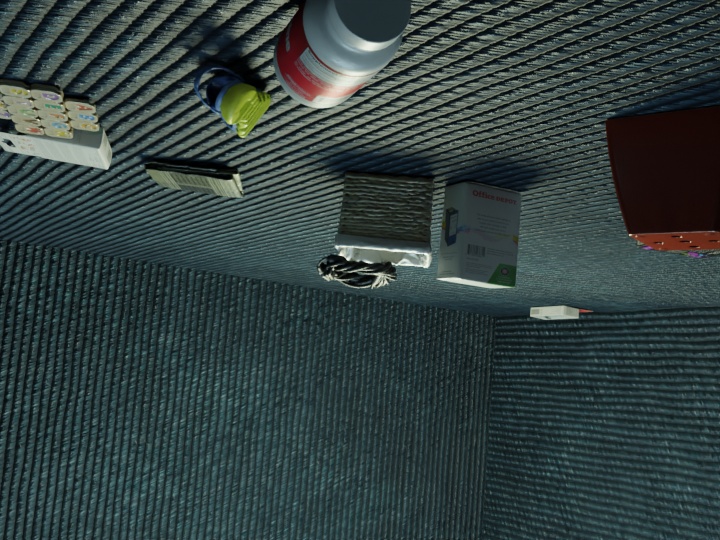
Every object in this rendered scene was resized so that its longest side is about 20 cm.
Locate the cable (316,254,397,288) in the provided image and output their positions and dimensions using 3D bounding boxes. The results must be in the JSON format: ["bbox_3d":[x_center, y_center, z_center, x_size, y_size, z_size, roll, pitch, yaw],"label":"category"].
[{"bbox_3d":[0.000,0.000,1.942,0.163,0.051,0.200,-1,167,15],"label":"cable"}]

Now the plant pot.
[{"bbox_3d":[0.500,-0.128,1.376,0.200,0.177,0.200,-2,170,37],"label":"plant pot"}]

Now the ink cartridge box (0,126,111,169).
[{"bbox_3d":[-0.577,-0.245,1.699,0.200,0.050,0.161,11,171,-8],"label":"ink cartridge box"}]

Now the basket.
[{"bbox_3d":[0.054,-0.102,1.887,0.200,0.161,0.198,4,172,5],"label":"basket"}]

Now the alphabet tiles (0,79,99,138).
[{"bbox_3d":[-0.544,-0.269,1.523,0.195,0.015,0.200,7,165,-10],"label":"alphabet tiles"}]

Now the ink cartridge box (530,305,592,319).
[{"bbox_3d":[0.850,0.183,3.824,0.176,0.045,0.200,11,170,-30],"label":"ink cartridge box"}]

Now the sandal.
[{"bbox_3d":[-0.189,-0.254,1.329,0.087,0.080,0.200,36,178,3],"label":"sandal"}]

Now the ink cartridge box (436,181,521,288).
[{"bbox_3d":[0.245,-0.071,1.855,0.145,0.200,0.087,8,175,-28],"label":"ink cartridge box"}]

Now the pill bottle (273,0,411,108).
[{"bbox_3d":[-0.021,-0.259,0.999,0.112,0.113,0.200,8,171,-19],"label":"pill bottle"}]

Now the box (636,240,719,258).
[{"bbox_3d":[0.784,-0.065,2.151,0.200,0.036,0.143,9,172,-18],"label":"box"}]

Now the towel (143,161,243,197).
[{"bbox_3d":[-0.352,-0.199,1.941,0.192,0.035,0.200,8,174,-1],"label":"towel"}]
